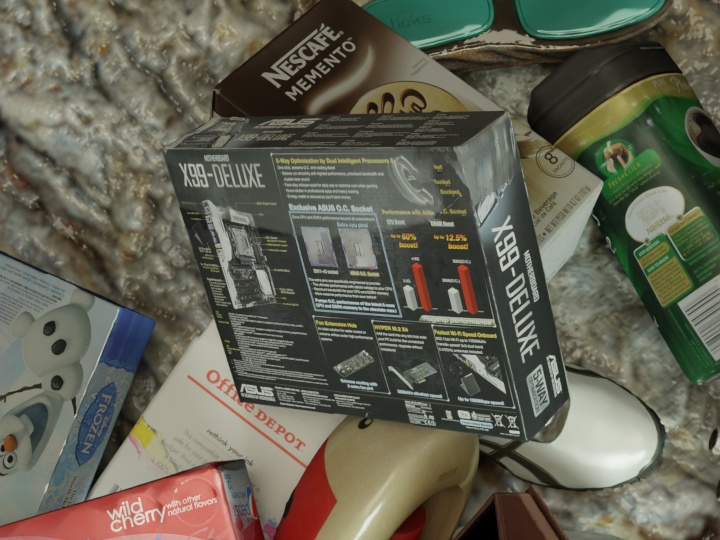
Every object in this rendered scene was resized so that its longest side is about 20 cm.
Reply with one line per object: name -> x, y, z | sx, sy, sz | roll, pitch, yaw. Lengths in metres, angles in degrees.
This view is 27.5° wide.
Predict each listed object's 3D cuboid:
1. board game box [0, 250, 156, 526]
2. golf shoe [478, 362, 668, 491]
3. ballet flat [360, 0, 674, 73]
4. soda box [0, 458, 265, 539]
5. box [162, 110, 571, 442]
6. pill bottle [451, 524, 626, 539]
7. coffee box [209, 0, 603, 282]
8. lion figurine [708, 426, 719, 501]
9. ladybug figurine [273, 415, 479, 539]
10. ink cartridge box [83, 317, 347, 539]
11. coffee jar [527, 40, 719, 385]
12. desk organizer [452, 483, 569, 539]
board game box -> -0.245, 0.088, 0.917 | 0.198, 0.043, 0.201 | 21, 87, 32
golf shoe -> 0.084, 0.078, 0.867 | 0.198, 0.095, 0.079 | 17, 83, 9
ballet flat -> 0.093, -0.154, 0.906 | 0.197, 0.067, 0.069 | -4, 75, 9
soda box -> -0.153, 0.164, 0.807 | 0.198, 0.063, 0.071 | -17, 81, 8
box -> 0.000, 0.000, 0.766 | 0.198, 0.050, 0.159 | 3, 118, 39
pill bottle -> 0.099, 0.251, 0.837 | 0.108, 0.110, 0.203 | 4, 84, 10
coffee box -> 0.021, -0.054, 0.840 | 0.199, 0.080, 0.113 | 37, 60, 15
lion figurine -> 0.250, 0.177, 0.841 | 0.121, 0.072, 0.202 | 16, 82, 1
ladybug figurine -> -0.001, 0.153, 0.848 | 0.072, 0.135, 0.202 | 37, 120, 26
ink cartridge box -> -0.081, 0.122, 0.904 | 0.116, 0.067, 0.201 | 36, 92, 12
coffee jar -> 0.182, -0.040, 0.857 | 0.085, 0.104, 0.201 | -37, 77, 31
desk organizer -> 0.027, 0.206, 0.783 | 0.201, 0.077, 0.072 | -51, 53, 24
